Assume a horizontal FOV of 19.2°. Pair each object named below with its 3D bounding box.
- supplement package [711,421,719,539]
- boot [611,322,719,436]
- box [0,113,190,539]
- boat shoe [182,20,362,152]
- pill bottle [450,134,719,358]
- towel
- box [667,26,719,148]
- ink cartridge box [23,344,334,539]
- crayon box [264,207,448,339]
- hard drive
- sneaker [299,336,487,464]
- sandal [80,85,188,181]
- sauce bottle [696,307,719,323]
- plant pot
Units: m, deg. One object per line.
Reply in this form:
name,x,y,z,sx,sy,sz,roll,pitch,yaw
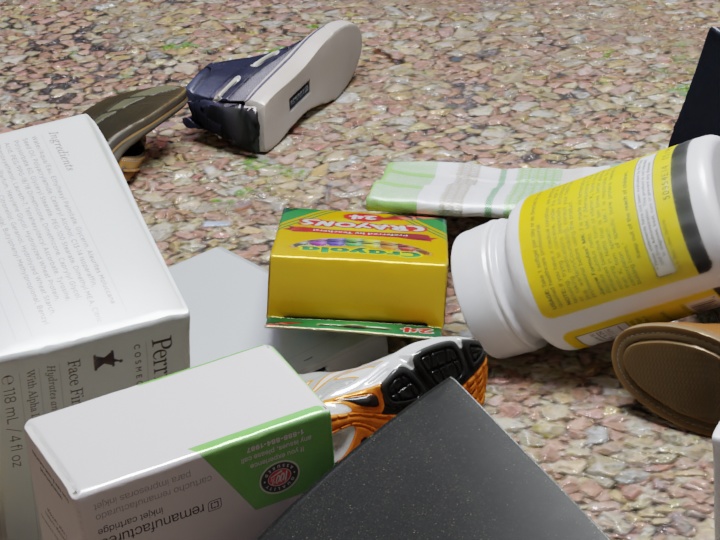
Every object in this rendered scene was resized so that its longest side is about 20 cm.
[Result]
supplement package,0.314,0.129,1.215,0.200,0.117,0.117,9,31,26
boot,0.283,0.051,1.432,0.200,0.074,0.155,11,27,22
box,-0.195,0.046,1.338,0.131,0.199,0.200,-15,46,-17
boat shoe,-0.082,-0.179,1.923,0.093,0.075,0.200,17,35,24
pill bottle,0.171,-0.011,1.461,0.200,0.114,0.114,-18,21,26
towel,0.112,-0.065,1.662,0.200,0.031,0.149,3,11,7
box,0.363,-0.079,1.523,0.200,0.118,0.197,2,26,-34
ink cartridge box,-0.089,0.160,1.146,0.145,0.200,0.084,-18,32,-22
crayon box,0.000,0.000,1.527,0.127,0.051,0.200,3,14,0
hard drive,-0.093,0.044,1.555,0.132,0.026,0.200,-25,34,-32
sneaker,-0.007,0.086,1.413,0.200,0.076,0.092,-22,27,-30
sandal,-0.221,-0.093,1.822,0.082,0.055,0.200,7,44,35
sauce bottle,0.276,-0.023,1.573,0.065,0.065,0.200,-1,26,10
plant pot,0.034,0.208,1.056,0.177,0.200,0.200,-25,32,-13
